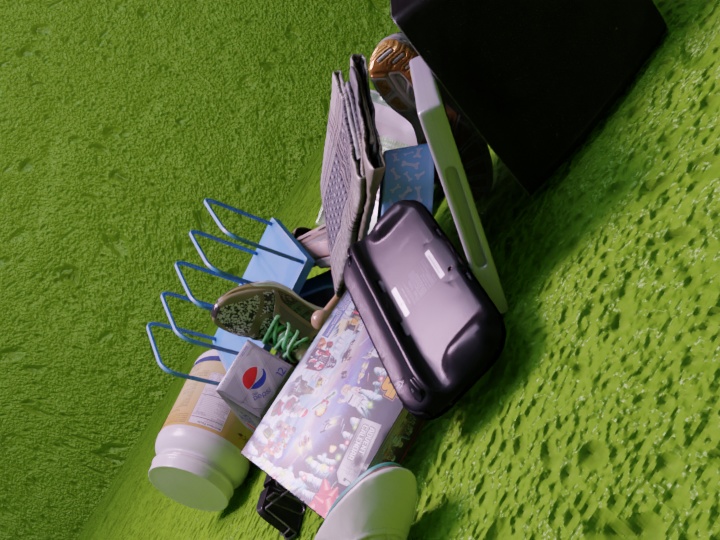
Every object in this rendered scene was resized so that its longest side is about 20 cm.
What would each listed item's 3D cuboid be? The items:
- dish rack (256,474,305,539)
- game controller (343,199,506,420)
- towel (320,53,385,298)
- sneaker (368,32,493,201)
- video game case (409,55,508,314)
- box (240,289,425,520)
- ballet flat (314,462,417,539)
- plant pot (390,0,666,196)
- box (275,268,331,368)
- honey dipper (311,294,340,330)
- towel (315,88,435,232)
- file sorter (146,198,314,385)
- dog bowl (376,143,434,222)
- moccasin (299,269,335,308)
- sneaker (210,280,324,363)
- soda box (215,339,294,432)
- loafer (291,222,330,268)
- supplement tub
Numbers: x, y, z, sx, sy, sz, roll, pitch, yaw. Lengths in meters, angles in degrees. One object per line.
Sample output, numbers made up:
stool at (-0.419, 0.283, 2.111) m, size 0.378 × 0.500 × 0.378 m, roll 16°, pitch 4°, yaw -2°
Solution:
dish rack at (-0.034, 0.170, 0.711) m, size 0.200 × 0.054 × 0.155 m, roll -46°, pitch 20°, yaw 37°
game controller at (0.045, 0.023, 0.567) m, size 0.104 × 0.042 × 0.201 m, roll -42°, pitch 42°, yaw 13°
towel at (-0.018, -0.102, 0.738) m, size 0.201 × 0.034 × 0.195 m, roll 106°, pitch 162°, yaw -47°
sneaker at (0.087, -0.169, 0.738) m, size 0.075 × 0.201 × 0.088 m, roll -22°, pitch 24°, yaw 27°
video game case at (0.084, -0.085, 0.613) m, size 0.023 × 0.184 × 0.201 m, roll -17°, pitch 25°, yaw 11°
box at (-0.004, 0.108, 0.604) m, size 0.136 × 0.040 × 0.201 m, roll 18°, pitch 69°, yaw 45°
ballet flat at (-0.011, 0.227, 0.506) m, size 0.201 × 0.069 × 0.070 m, roll -56°, pitch 13°, yaw 27°
plant pot at (0.155, -0.229, 0.638) m, size 0.177 × 0.200 × 0.200 m, roll -38°, pitch 19°, yaw 18°
box at (-0.079, 0.099, 1.014) m, size 0.137 × 0.040 × 0.202 m, roll -45°, pitch 19°, yaw 44°
honey dipper at (0.000, 0.000, 0.806) m, size 0.200 × 0.038 × 0.038 m, roll -50°, pitch 7°, yaw -37°
towel at (0.032, -0.133, 0.909) m, size 0.031 × 0.147 × 0.203 m, roll 26°, pitch -95°, yaw -65°
file sorter at (-0.173, 0.030, 0.874) m, size 0.202 × 0.122 × 0.139 m, roll -62°, pitch 35°, yaw 12°
dog bowl at (0.042, -0.045, 0.718) m, size 0.201 × 0.049 × 0.113 m, roll 95°, pitch 178°, yaw -53°
moccasin at (-0.018, 0.033, 0.888) m, size 0.198 × 0.069 × 0.081 m, roll -16°, pitch 22°, yaw 34°
sneaker at (-0.075, 0.075, 0.790) m, size 0.078 × 0.197 × 0.089 m, roll -63°, pitch 25°, yaw 21°
soda box at (-0.113, 0.155, 0.827) m, size 0.069 × 0.063 × 0.201 m, roll -58°, pitch -13°, yaw -20°
loafer at (-0.062, -0.036, 0.916) m, size 0.071 × 0.064 × 0.199 m, roll -18°, pitch 8°, yaw -37°
supplement tub at (-0.216, 0.235, 1.018) m, size 0.144 × 0.143 × 0.202 m, roll -43°, pitch 20°, yaw 45°
